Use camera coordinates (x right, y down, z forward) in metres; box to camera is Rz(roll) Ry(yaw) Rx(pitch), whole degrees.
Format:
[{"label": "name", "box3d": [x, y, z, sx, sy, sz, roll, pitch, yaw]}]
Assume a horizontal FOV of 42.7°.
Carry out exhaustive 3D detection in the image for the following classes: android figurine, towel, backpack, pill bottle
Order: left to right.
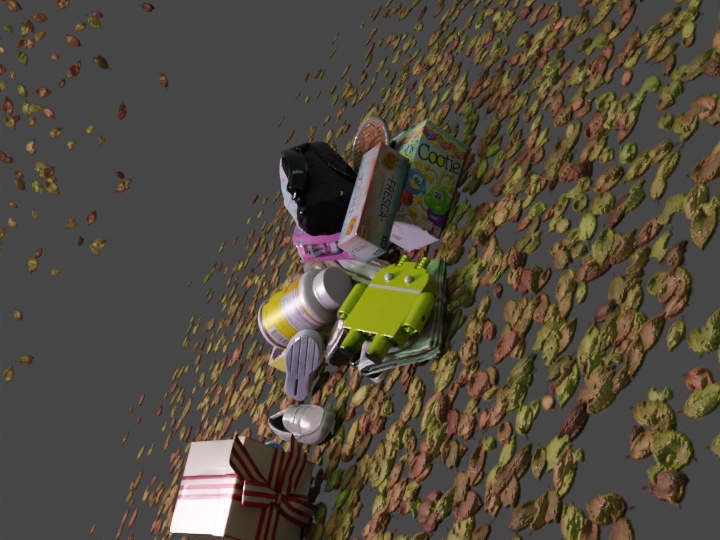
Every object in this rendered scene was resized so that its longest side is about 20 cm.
[{"label": "pill bottle", "box3d": [-0.103, 0.068, 1.771, 0.199, 0.109, 0.110, -33, 34, 41]}, {"label": "backpack", "box3d": [-0.081, -0.153, 1.722, 0.201, 0.165, 0.128, -125, 33, -46]}, {"label": "android figurine", "box3d": [0.047, 0.057, 1.493, 0.181, 0.041, 0.201, 9, 58, 47]}, {"label": "towel", "box3d": [0.069, 0.071, 1.509, 0.148, 0.031, 0.202, -16, 43, 25]}]

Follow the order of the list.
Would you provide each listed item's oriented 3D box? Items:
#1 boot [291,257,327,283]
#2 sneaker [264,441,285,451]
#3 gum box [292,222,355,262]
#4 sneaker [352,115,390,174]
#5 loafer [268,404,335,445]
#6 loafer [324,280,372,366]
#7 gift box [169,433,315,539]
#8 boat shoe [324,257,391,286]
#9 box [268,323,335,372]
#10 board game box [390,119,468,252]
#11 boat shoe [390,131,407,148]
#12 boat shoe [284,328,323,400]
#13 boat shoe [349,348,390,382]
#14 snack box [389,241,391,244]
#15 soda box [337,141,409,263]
[{"label": "boot", "box3d": [-0.091, 0.051, 1.940, 0.202, 0.069, 0.147, 94, 157, -45]}, {"label": "sneaker", "box3d": [-0.213, 0.422, 1.745, 0.130, 0.079, 0.202, -24, 41, 57]}, {"label": "gum box", "box3d": [-0.057, -0.101, 1.807, 0.112, 0.067, 0.201, -6, 41, 16]}, {"label": "sneaker", "box3d": [0.024, -0.210, 1.759, 0.080, 0.070, 0.202, -67, -14, -55]}, {"label": "loafer", "box3d": [-0.110, 0.281, 1.692, 0.199, 0.069, 0.071, -29, 37, 56]}, {"label": "loafer", "box3d": [-0.012, 0.085, 1.685, 0.201, 0.075, 0.070, -53, 43, 24]}, {"label": "gift box", "box3d": [-0.195, 0.369, 1.558, 0.185, 0.183, 0.203, -11, 63, 43]}, {"label": "boat shoe", "box3d": [0.000, 0.000, 1.782, 0.068, 0.075, 0.199, -44, 36, -13]}, {"label": "box", "box3d": [-0.122, 0.151, 1.919, 0.199, 0.050, 0.076, -32, 36, 52]}, {"label": "board game box", "box3d": [0.106, -0.154, 1.688, 0.103, 0.104, 0.202, -24, 43, 57]}, {"label": "boat shoe", "box3d": [0.074, -0.256, 1.955, 0.075, 0.064, 0.201, -65, 20, -10]}, {"label": "boat shoe", "box3d": [-0.109, 0.170, 1.770, 0.201, 0.071, 0.062, 108, -179, -46]}, {"label": "boat shoe", "box3d": [0.045, 0.087, 1.579, 0.202, 0.067, 0.072, -65, 18, -14]}, {"label": "snack box", "box3d": [0.027, -0.090, 1.867, 0.200, 0.053, 0.143, -45, 24, 41]}, {"label": "soda box", "box3d": [0.024, -0.119, 1.594, 0.063, 0.068, 0.202, -29, 39, 52]}]
